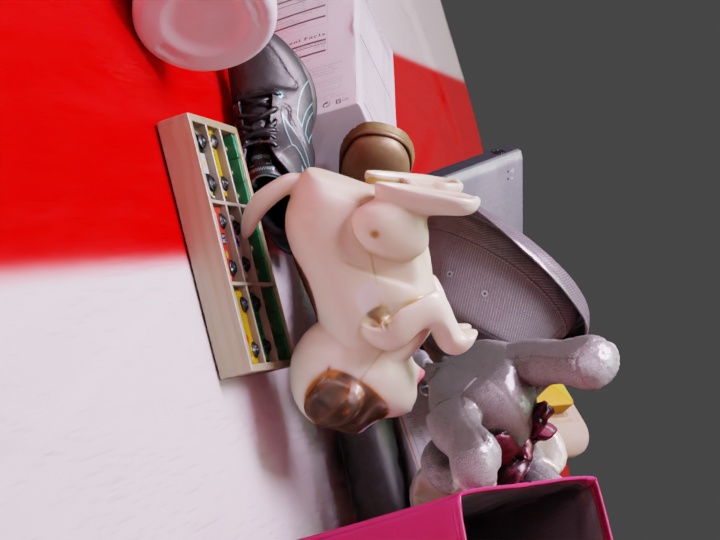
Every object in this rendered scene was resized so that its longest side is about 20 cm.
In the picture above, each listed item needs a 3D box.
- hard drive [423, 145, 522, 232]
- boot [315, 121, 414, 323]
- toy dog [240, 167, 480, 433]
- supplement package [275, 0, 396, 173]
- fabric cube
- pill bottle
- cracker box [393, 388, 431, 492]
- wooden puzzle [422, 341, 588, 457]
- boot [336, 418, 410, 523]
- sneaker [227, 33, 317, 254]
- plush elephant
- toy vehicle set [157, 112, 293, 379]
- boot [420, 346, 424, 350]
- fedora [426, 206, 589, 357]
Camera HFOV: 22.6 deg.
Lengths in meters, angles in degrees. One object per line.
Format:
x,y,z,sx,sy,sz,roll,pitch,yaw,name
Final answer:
0.087,-0.035,1.839,0.199,0.033,0.141,-22,120,-37,hard drive
0.000,0.000,1.541,0.176,0.065,0.201,104,-6,-54,boot
0.001,0.027,1.396,0.140,0.192,0.202,-146,-119,-73,toy dog
-0.034,-0.166,1.674,0.201,0.109,0.114,-91,161,-45,supplement package
0.063,0.267,1.275,0.199,0.198,0.198,5,70,-54,fabric cube
-0.123,-0.265,1.412,0.111,0.110,0.201,59,20,-49,pill bottle
0.063,0.192,1.609,0.201,0.057,0.135,-109,-164,-46,cracker box
0.124,0.078,1.644,0.184,0.037,0.201,3,56,-53,wooden puzzle
0.026,0.205,1.527,0.182,0.072,0.202,122,-34,-67,boot
-0.073,-0.113,1.534,0.079,0.075,0.202,-9,83,-74,sneaker
0.118,0.144,1.449,0.199,0.165,0.155,14,-39,55,plush elephant
-0.102,-0.017,1.403,0.124,0.026,0.202,-1,76,-77,toy vehicle set
0.053,0.062,1.758,0.200,0.076,0.157,132,-58,-82,boot
0.095,0.023,1.532,0.199,0.090,0.177,34,-20,18,fedora
